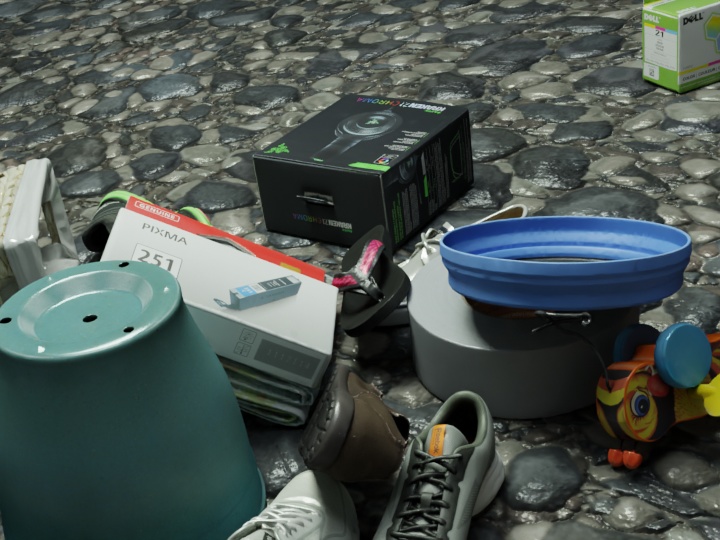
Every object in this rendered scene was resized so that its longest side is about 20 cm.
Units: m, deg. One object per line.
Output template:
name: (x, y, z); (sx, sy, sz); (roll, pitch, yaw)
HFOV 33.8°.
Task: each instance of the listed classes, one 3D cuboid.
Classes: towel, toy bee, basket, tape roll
towel: (-0.110, 0.040, 1.035); (0.169, 0.049, 0.201); (23, 31, -9)
toy bee: (0.216, 0.093, 0.894); (0.196, 0.111, 0.131); (4, -4, -4)
basket: (-0.350, -0.004, 1.154); (0.121, 0.138, 0.201); (-12, 28, -5)
tape roll: (0.139, 0.042, 1.018); (0.197, 0.067, 0.201); (-6, 27, 3)

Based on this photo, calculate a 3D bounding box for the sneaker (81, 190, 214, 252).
sneaker: (-0.214, -0.024, 1.241); (0.198, 0.077, 0.084); (12, 51, 38)

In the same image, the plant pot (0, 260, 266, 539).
plant pot: (-0.179, 0.105, 0.851); (0.196, 0.191, 0.201); (-6, 28, 3)

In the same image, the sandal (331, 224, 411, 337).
sandal: (0.000, 0.000, 1.075); (0.075, 0.045, 0.200); (-38, 20, 10)

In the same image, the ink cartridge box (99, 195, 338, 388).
ink cartridge box: (-0.116, 0.000, 1.003); (0.197, 0.045, 0.177); (21, 32, -11)

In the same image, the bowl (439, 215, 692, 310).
bowl: (0.161, -0.008, 0.941); (0.197, 0.040, 0.201); (-2, 12, 0)

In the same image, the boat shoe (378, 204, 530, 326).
boat shoe: (0.079, -0.011, 1.122); (0.197, 0.071, 0.071); (-20, 29, -14)

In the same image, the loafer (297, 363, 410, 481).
loafer: (-0.003, 0.123, 0.871); (0.070, 0.074, 0.200); (26, 4, -2)

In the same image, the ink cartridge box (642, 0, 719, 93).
ink cartridge box: (0.438, -0.349, 1.519); (0.146, 0.203, 0.076); (-20, 30, -21)

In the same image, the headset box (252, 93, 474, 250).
headset box: (0.003, -0.109, 1.301); (0.172, 0.094, 0.200); (12, 34, 34)

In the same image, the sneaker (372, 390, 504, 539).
sneaker: (0.046, 0.159, 0.813); (0.073, 0.080, 0.201); (5, 32, 19)

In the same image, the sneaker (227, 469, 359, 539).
sneaker: (-0.052, 0.189, 0.781); (0.074, 0.082, 0.201); (0, 28, 17)
